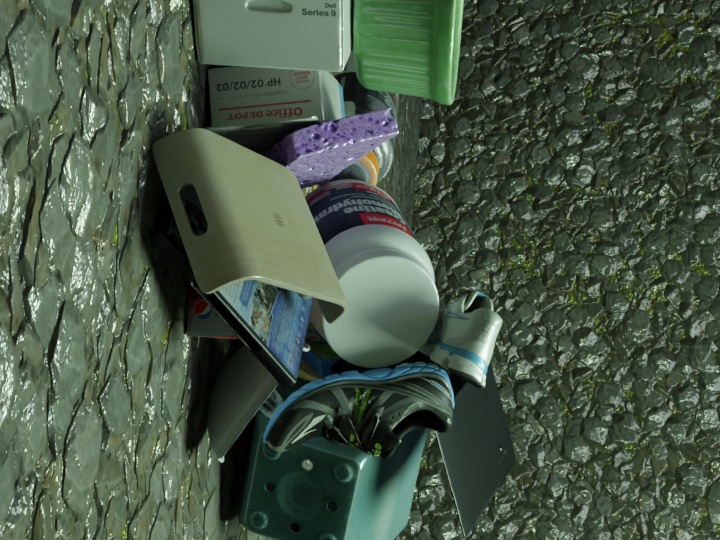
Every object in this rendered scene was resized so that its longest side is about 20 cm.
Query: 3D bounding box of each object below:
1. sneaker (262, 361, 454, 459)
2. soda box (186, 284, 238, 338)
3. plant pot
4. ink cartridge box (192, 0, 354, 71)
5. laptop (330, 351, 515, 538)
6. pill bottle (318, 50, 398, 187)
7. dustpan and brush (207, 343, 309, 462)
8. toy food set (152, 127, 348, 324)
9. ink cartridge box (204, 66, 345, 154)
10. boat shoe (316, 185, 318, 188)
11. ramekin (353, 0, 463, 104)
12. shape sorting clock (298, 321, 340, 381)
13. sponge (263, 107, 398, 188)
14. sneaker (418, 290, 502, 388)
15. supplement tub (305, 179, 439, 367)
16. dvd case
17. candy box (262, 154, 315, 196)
[{"bbox_3d":[0.001,0.146,1.157,0.071,0.196,0.084,102,-26,-59],"label":"sneaker"},{"bbox_3d":[-0.120,0.028,1.194,0.200,0.062,0.071,-3,96,-83],"label":"soda box"},{"bbox_3d":[-0.041,0.219,1.332,0.200,0.193,0.199,-41,144,-71],"label":"plant pot"},{"bbox_3d":[-0.072,-0.270,1.154,0.201,0.143,0.085,-73,165,-59],"label":"ink cartridge box"},{"bbox_3d":[0.076,0.161,1.307,0.187,0.198,0.117,-37,148,-60],"label":"laptop"},{"bbox_3d":[-0.009,-0.167,1.390,0.202,0.104,0.107,-84,173,-51],"label":"pill bottle"},{"bbox_3d":[-0.113,0.112,1.214,0.140,0.057,0.200,-52,-151,1],"label":"dustpan and brush"},{"bbox_3d":[-0.095,-0.030,1.034,0.199,0.060,0.145,20,43,-60],"label":"toy food set"},{"bbox_3d":[-0.084,-0.165,1.185,0.200,0.113,0.069,7,78,-83],"label":"ink cartridge box"},{"bbox_3d":[-0.070,-0.182,1.507,0.072,0.059,0.205,-72,163,-67],"label":"boat shoe"},{"bbox_3d":[0.051,-0.269,1.164,0.200,0.096,0.204,5,90,-84],"label":"ramekin"},{"bbox_3d":[-0.039,0.087,1.345,0.200,0.197,0.040,-61,172,-73],"label":"shape sorting clock"},{"bbox_3d":[-0.051,-0.112,1.186,0.200,0.110,0.030,-24,-96,65],"label":"sponge"},{"bbox_3d":[0.104,0.062,1.226,0.088,0.074,0.200,-62,-165,-2],"label":"sneaker"},{"bbox_3d":[0.000,0.000,1.249,0.201,0.138,0.143,-117,-157,-62],"label":"supplement tub"},{"bbox_3d":[-0.108,-0.009,1.064,0.201,0.017,0.144,52,31,-32],"label":"dvd case"},{"bbox_3d":[-0.089,-0.150,1.389,0.116,0.054,0.203,-76,166,-61],"label":"candy box"}]
